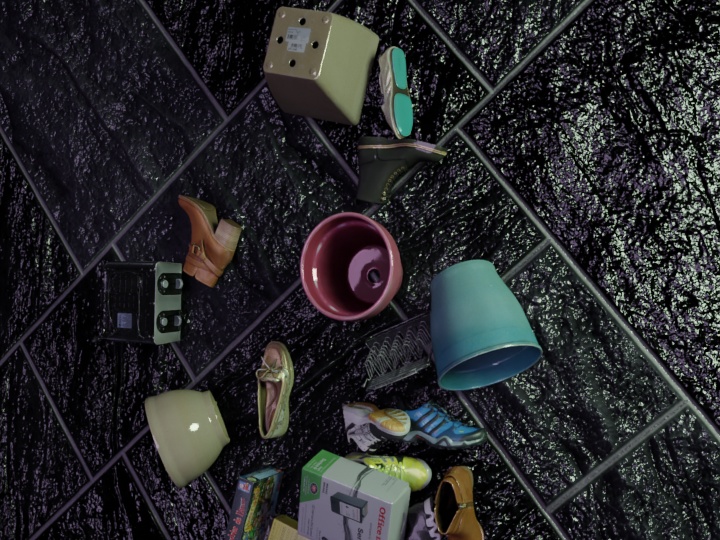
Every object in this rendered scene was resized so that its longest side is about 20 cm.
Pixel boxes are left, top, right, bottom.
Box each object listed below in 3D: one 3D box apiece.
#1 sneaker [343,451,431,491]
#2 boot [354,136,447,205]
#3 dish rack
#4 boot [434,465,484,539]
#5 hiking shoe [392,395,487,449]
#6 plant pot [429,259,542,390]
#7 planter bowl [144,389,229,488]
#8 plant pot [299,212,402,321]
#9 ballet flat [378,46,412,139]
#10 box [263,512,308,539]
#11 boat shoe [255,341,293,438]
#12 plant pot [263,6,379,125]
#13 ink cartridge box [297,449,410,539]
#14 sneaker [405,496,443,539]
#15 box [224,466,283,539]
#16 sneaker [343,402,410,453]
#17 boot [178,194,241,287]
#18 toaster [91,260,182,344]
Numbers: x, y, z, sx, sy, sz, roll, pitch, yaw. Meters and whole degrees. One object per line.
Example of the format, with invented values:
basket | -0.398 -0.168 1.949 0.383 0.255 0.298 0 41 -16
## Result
sneaker | 0.044 0.405 1.373 0.194 0.076 0.078 -4 83 21
boot | 0.080 -0.197 1.434 0.195 0.077 0.143 9 93 32
dish rack | 0.073 0.157 1.331 0.151 0.200 0.056 -26 100 16
boot | 0.180 0.466 1.272 0.074 0.155 0.207 1 85 20
hiking shoe | 0.149 0.295 1.345 0.194 0.074 0.090 1 85 21
plant pot | 0.212 0.095 1.290 0.196 0.200 0.192 -24 62 17
planter bowl | -0.361 0.342 1.491 0.132 0.201 0.204 -22 75 -11
plant pot | 0.000 0.000 1.379 0.194 0.178 0.207 -2 84 20
ballet flat | 0.071 -0.367 1.463 0.062 0.066 0.206 -14 74 48
box | -0.106 0.575 1.428 0.195 0.050 0.077 17 90 22
boat shoe | -0.186 0.254 1.485 0.071 0.062 0.207 -6 82 21
plant pot | -0.098 -0.444 1.465 0.195 0.176 0.206 14 90 21
ink cartridge box | -0.014 0.452 1.316 0.195 0.084 0.150 12 106 26
sneaker | 0.126 0.546 1.332 0.088 0.066 0.206 -16 75 15
box | -0.226 0.520 1.434 0.037 0.136 0.206 13 89 21
sneaker | 0.035 0.316 1.360 0.198 0.074 0.091 -2 90 61
boot | -0.373 -0.071 1.590 0.198 0.073 0.158 34 103 26
toaster | -0.502 0.073 1.584 0.195 0.118 0.187 0 89 26
